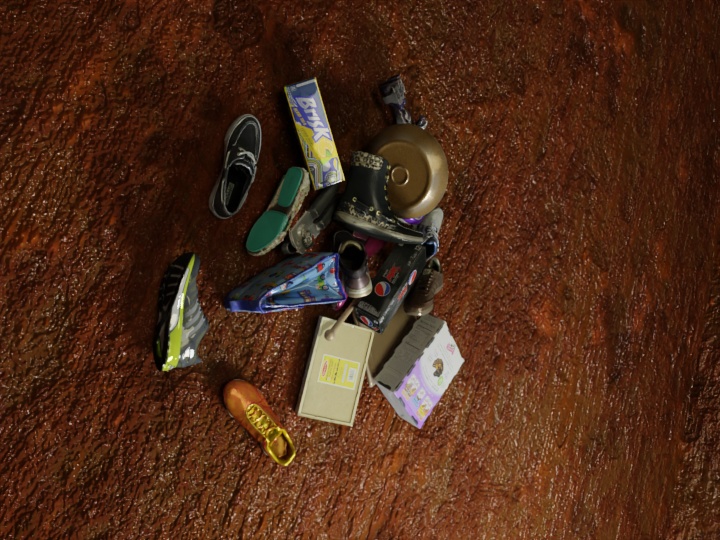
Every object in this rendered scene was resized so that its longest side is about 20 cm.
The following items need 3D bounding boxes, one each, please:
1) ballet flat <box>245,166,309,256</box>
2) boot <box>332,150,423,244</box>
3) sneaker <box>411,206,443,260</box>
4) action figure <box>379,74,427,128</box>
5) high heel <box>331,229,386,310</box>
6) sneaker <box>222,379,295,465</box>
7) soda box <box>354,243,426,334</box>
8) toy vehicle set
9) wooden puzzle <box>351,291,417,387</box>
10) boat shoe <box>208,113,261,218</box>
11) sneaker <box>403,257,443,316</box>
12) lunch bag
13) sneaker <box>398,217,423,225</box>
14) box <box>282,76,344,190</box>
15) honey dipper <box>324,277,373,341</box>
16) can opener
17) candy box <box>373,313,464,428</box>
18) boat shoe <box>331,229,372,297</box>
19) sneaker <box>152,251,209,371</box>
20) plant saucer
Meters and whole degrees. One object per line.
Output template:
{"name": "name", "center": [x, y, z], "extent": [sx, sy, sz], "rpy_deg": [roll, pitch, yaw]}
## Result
{"name": "ballet flat", "center": [-0.150, -0.106, 1.049], "extent": [0.203, 0.074, 0.064], "rpy_deg": [-61, 156, -14]}
{"name": "boot", "center": [0.052, -0.146, 1.116], "extent": [0.198, 0.073, 0.158], "rpy_deg": [15, 84, -16]}
{"name": "sneaker", "center": [0.157, -0.068, 1.277], "extent": [0.077, 0.084, 0.203], "rpy_deg": [44, 65, -30]}
{"name": "action figure", "center": [0.102, -0.335, 1.234], "extent": [0.203, 0.068, 0.131], "rpy_deg": [64, 33, -24]}
{"name": "high heel", "center": [0.000, 0.000, 1.161], "extent": [0.095, 0.067, 0.205], "rpy_deg": [25, 72, -25]}
{"name": "sneaker", "center": [-0.184, 0.282, 1.019], "extent": [0.073, 0.076, 0.202], "rpy_deg": [-46, 115, -25]}
{"name": "soda box", "center": [0.068, 0.029, 1.154], "extent": [0.202, 0.062, 0.071], "rpy_deg": [-55, 156, -23]}
{"name": "toy vehicle set", "center": [-0.052, 0.209, 1.123], "extent": [0.121, 0.026, 0.206], "rpy_deg": [17, 83, -18]}
{"name": "wooden puzzle", "center": [0.062, 0.141, 1.241], "extent": [0.197, 0.037, 0.190], "rpy_deg": [-23, 104, -40]}
{"name": "boat shoe", "center": [-0.220, -0.193, 0.987], "extent": [0.071, 0.067, 0.205], "rpy_deg": [27, 75, -35]}
{"name": "sneaker", "center": [0.143, 0.034, 1.246], "extent": [0.200, 0.068, 0.078], "rpy_deg": [-47, 137, -60]}
{"name": "lunch bag", "center": [-0.151, 0.034, 0.993], "extent": [0.197, 0.149, 0.097], "rpy_deg": [-18, 102, -36]}
{"name": "sneaker", "center": [0.101, -0.190, 1.218], "extent": [0.070, 0.098, 0.202], "rpy_deg": [-48, 116, -31]}
{"name": "box", "center": [-0.093, -0.269, 1.075], "extent": [0.068, 0.064, 0.205], "rpy_deg": [-18, 103, -7]}
{"name": "honey dipper", "center": [-0.021, 0.082, 1.128], "extent": [0.039, 0.037, 0.201], "rpy_deg": [62, 38, -21]}
{"name": "can opener", "center": [-0.099, -0.105, 1.087], "extent": [0.054, 0.065, 0.202], "rpy_deg": [60, 38, -27]}
{"name": "candy box", "center": [0.140, 0.228, 1.242], "extent": [0.201, 0.071, 0.169], "rpy_deg": [-50, 134, -20]}
{"name": "boat shoe", "center": [-0.018, -0.030, 1.053], "extent": [0.070, 0.202, 0.066], "rpy_deg": [-6, 126, -7]}
{"name": "sneaker", "center": [-0.302, 0.071, 0.935], "extent": [0.080, 0.073, 0.206], "rpy_deg": [11, 90, -46]}
{"name": "plant saucer", "center": [0.088, -0.205, 1.151], "extent": [0.035, 0.195, 0.205], "rpy_deg": [-38, 115, -58]}
